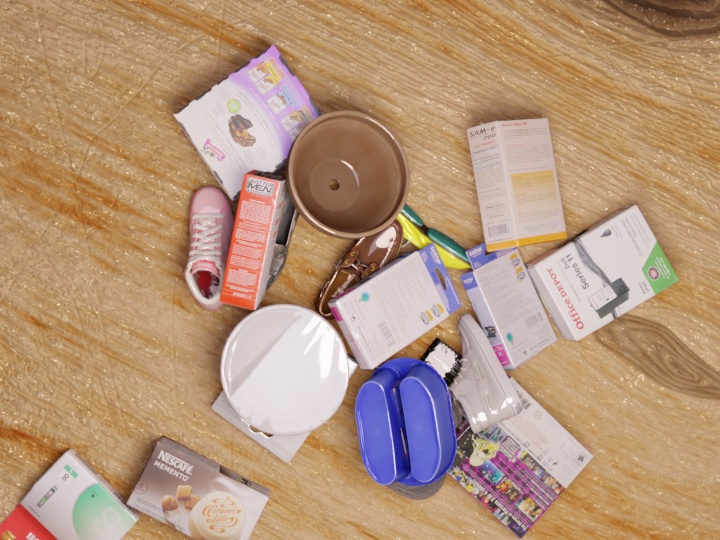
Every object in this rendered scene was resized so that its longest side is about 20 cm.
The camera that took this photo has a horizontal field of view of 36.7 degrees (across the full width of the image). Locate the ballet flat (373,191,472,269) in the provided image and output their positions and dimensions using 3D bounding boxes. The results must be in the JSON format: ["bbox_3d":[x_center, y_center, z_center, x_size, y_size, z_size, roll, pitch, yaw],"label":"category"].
[{"bbox_3d":[0.094,-0.052,1.775,0.200,0.067,0.067,38,109,1],"label":"ballet flat"}]

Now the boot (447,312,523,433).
[{"bbox_3d":[0.171,0.159,1.698,0.095,0.074,0.201,-27,48,1],"label":"boot"}]

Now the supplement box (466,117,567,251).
[{"bbox_3d":[0.252,-0.139,1.746,0.125,0.073,0.202,-8,89,-39],"label":"supplement box"}]

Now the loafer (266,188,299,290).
[{"bbox_3d":[-0.141,-0.060,1.756,0.071,0.063,0.201,22,88,-3],"label":"loafer"}]

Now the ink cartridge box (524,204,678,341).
[{"bbox_3d":[0.390,0.006,1.772,0.199,0.083,0.147,-31,91,-2],"label":"ink cartridge box"}]

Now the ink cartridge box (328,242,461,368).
[{"bbox_3d":[0.057,0.053,1.706,0.199,0.042,0.120,-31,100,-24],"label":"ink cartridge box"}]

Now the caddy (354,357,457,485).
[{"bbox_3d":[0.072,0.237,1.673,0.140,0.105,0.202,-7,92,18],"label":"caddy"}]

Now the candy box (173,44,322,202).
[{"bbox_3d":[-0.173,-0.235,1.753,0.199,0.072,0.168,-35,91,-3],"label":"candy box"}]

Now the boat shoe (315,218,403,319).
[{"bbox_3d":[-0.001,0.000,1.740,0.072,0.068,0.201,39,101,3],"label":"boat shoe"}]

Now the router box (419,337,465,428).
[{"bbox_3d":[0.161,0.228,1.773,0.199,0.051,0.150,37,89,-2],"label":"router box"}]

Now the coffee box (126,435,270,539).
[{"bbox_3d":[-0.257,0.361,1.736,0.199,0.080,0.115,28,88,-2],"label":"coffee box"}]

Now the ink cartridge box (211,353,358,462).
[{"bbox_3d":[-0.122,0.185,1.768,0.160,0.047,0.201,35,93,-2],"label":"ink cartridge box"}]

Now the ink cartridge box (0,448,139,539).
[{"bbox_3d":[-0.479,0.414,1.742,0.161,0.050,0.200,44,85,-1],"label":"ink cartridge box"}]

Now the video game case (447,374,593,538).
[{"bbox_3d":[0.244,0.297,1.736,0.200,0.036,0.181,42,88,-12],"label":"video game case"}]

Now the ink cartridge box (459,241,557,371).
[{"bbox_3d":[0.235,0.048,1.758,0.119,0.042,0.201,-24,93,-40],"label":"ink cartridge box"}]

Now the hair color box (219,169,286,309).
[{"bbox_3d":[-0.164,-0.050,1.680,0.061,0.102,0.202,13,98,1],"label":"hair color box"}]

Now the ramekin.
[{"bbox_3d":[-0.116,0.150,1.696,0.200,0.094,0.204,0,93,-1],"label":"ramekin"}]

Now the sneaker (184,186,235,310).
[{"bbox_3d":[-0.240,-0.037,1.732,0.075,0.105,0.202,-1,88,-1],"label":"sneaker"}]

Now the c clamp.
[{"bbox_3d":[0.074,0.262,1.738,0.169,0.027,0.202,12,93,-5],"label":"c clamp"}]

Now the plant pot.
[{"bbox_3d":[-0.030,-0.144,1.713,0.199,0.093,0.203,3,82,-20],"label":"plant pot"}]
